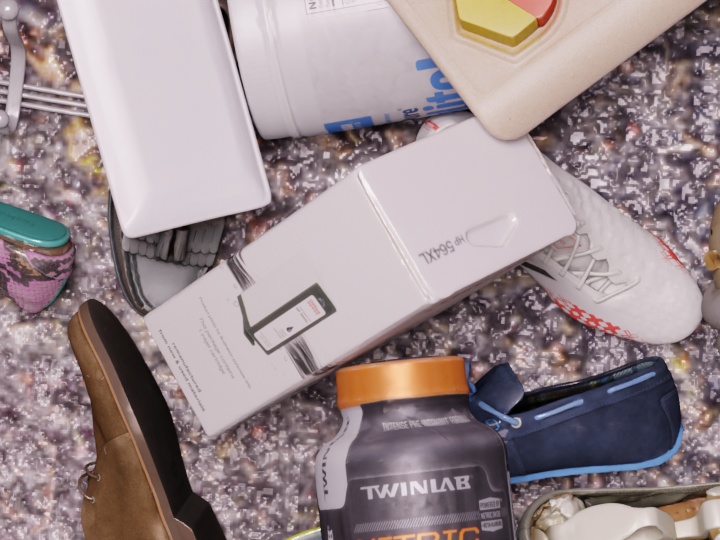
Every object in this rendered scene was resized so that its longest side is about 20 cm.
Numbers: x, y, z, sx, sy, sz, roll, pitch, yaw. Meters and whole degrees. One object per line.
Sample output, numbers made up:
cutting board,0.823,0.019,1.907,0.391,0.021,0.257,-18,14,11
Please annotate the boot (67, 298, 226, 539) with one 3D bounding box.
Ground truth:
boot,-0.144,0.117,1.364,0.075,0.074,0.200,-21,91,14

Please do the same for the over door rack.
over door rack,-0.200,-0.180,1.365,0.147,0.067,0.200,10,91,4

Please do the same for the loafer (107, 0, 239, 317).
loafer,-0.107,-0.068,1.354,0.072,0.063,0.200,8,90,-11

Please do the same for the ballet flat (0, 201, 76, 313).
ballet flat,-0.268,-0.031,1.378,0.200,0.069,0.071,27,112,4

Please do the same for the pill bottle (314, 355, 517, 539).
pill bottle,0.031,0.147,1.227,0.106,0.106,0.200,-7,85,5

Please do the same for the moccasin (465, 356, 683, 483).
moccasin,0.087,0.084,1.343,0.200,0.080,0.068,-7,104,-8

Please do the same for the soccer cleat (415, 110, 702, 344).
soccer cleat,0.114,-0.024,1.331,0.200,0.085,0.069,39,93,4

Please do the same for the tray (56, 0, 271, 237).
tray,-0.115,-0.125,1.303,0.107,0.022,0.200,-12,96,33

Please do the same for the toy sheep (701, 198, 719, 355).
toy sheep,0.271,0.031,1.298,0.138,0.138,0.200,-39,92,4

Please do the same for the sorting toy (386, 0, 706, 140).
sorting toy,0.090,-0.199,1.230,0.185,0.036,0.200,-36,80,0

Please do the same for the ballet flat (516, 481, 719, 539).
ballet flat,0.188,0.154,1.331,0.200,0.064,0.068,-5,65,6

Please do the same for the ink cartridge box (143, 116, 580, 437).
ink cartridge box,0.000,0.000,1.266,0.200,0.146,0.084,-33,85,42

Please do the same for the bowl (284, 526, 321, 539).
bowl,0.004,0.244,1.327,0.200,0.108,0.201,0,86,3

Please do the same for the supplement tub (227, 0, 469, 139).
supplement tub,0.030,-0.153,1.314,0.200,0.132,0.132,-10,90,5
